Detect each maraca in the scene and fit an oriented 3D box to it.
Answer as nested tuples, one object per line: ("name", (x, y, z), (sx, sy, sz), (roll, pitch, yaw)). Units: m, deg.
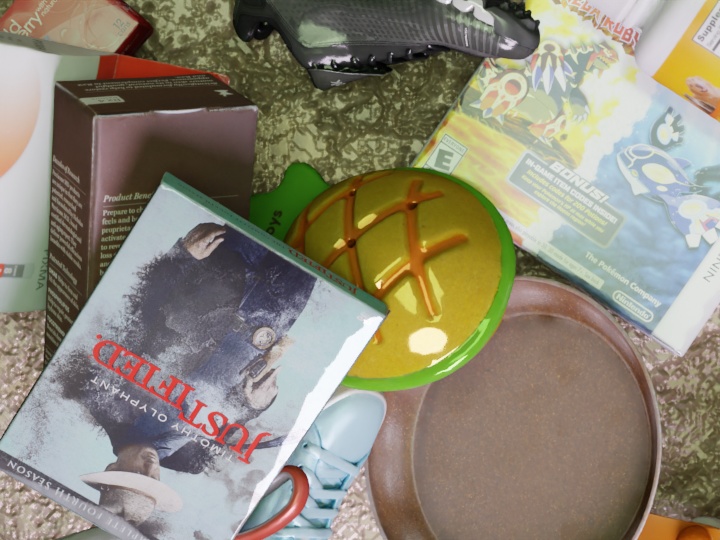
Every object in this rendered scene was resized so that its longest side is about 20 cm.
("maraca", (0.000, 0.000, 1.257), (0.200, 0.107, 0.137), (13, 71, 34))

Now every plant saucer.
("plant saucer", (0.092, 0.104, 1.262), (0.200, 0.034, 0.201), (-6, 79, 35))

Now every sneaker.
("sneaker", (0.009, -0.143, 1.273), (0.200, 0.066, 0.091), (20, 104, 19))
("sneaker", (-0.039, 0.154, 1.277), (0.200, 0.074, 0.082), (-55, 46, 13))

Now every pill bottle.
("pill bottle", (0.229, -0.128, 1.204), (0.200, 0.109, 0.109), (33, 94, 2))

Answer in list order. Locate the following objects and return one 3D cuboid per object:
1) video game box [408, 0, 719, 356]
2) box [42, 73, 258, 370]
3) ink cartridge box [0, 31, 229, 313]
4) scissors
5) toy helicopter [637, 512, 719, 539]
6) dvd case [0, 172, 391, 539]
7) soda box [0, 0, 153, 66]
("video game box", (0.160, -0.078, 1.285), (0.200, 0.047, 0.182), (34, 91, 1))
("box", (-0.124, -0.007, 1.244), (0.100, 0.075, 0.200), (-5, 114, -28))
("ink cartridge box", (-0.184, -0.050, 1.247), (0.200, 0.050, 0.162), (10, 105, -15))
("scissors", (-0.114, 0.151, 1.278), (0.200, 0.014, 0.073), (-31, 60, 23))
("toy helicopter", (0.185, 0.174, 1.255), (0.200, 0.132, 0.079), (-14, 72, 15))
("dvd case", (-0.097, 0.063, 1.201), (0.146, 0.022, 0.200), (32, 110, -9))
("soda box", (-0.214, -0.091, 1.295), (0.070, 0.063, 0.200), (40, 94, 1))
